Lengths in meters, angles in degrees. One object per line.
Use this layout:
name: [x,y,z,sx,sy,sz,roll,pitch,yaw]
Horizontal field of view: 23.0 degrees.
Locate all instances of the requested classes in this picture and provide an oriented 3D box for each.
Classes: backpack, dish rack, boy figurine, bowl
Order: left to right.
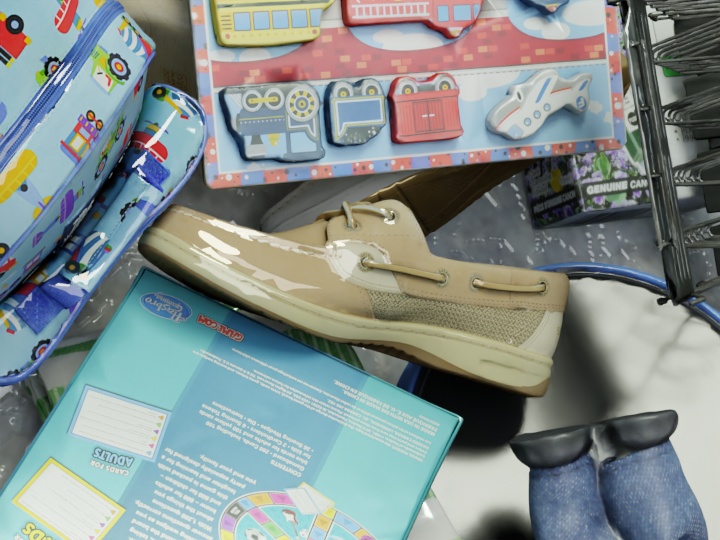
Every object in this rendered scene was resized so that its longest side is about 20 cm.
backpack: [-0.146,-0.043,0.688,0.134,0.200,0.183,41,64,-12]
bowl: [0.109,0.089,0.826,0.199,0.039,0.202,2,66,-3]
boy figurine: [0.121,0.159,0.725,0.123,0.064,0.202,-13,86,-4]
dish rack: [0.161,-0.060,0.804,0.200,0.054,0.155,-10,89,-70]

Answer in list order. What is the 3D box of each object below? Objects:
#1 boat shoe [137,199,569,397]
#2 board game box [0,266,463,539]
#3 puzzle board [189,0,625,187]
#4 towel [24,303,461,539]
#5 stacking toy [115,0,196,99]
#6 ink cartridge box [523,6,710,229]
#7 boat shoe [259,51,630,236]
boat shoe: [0.000,0.000,0.767,0.199,0.071,0.065,18,88,-26]
board game box: [-0.066,0.112,0.695,0.150,0.047,0.201,25,53,5]
puzzle board: [0.022,-0.121,0.771,0.199,0.017,0.152,-7,95,-20]
towel: [-0.044,0.097,0.754,0.152,0.023,0.201,-16,59,-24]
stacking toy: [-0.045,-0.165,0.838,0.085,0.085,0.201,34,60,-15]
ink cartridge box: [0.128,-0.128,0.919,0.108,0.050,0.202,-8,83,-26]
boat shoe: [0.031,-0.065,0.845,0.199,0.071,0.070,-30,69,-11]
